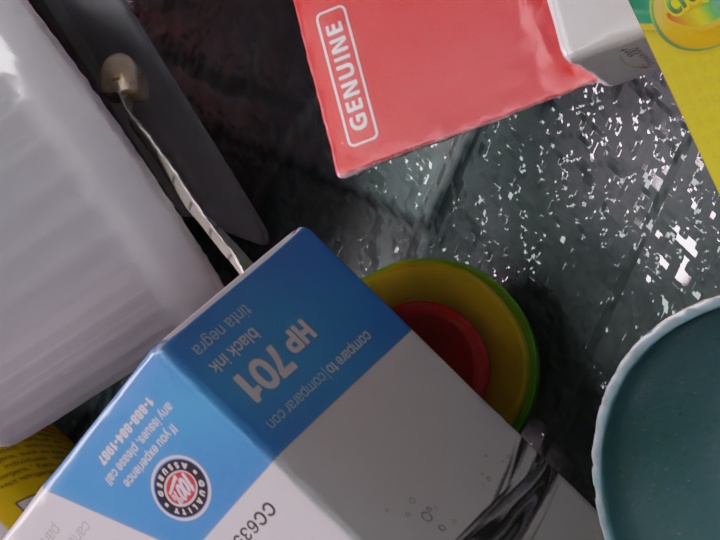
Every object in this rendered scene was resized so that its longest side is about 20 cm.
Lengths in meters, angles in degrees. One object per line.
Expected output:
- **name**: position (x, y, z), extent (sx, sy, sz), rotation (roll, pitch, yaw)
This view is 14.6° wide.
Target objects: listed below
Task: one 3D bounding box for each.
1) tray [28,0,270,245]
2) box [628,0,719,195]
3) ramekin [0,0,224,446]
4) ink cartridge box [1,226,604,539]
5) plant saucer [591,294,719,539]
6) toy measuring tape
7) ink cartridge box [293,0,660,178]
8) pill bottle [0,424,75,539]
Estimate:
- **tray**: position (-0.098, -0.087, 0.942), extent (0.107, 0.022, 0.200), rotation (43, 169, 39)
- **box**: position (0.140, -0.034, 0.680), extent (0.117, 0.048, 0.201), rotation (-14, 104, 50)
- **ramekin**: position (-0.139, -0.036, 0.955), extent (0.201, 0.098, 0.200), rotation (52, 173, 9)
- **ink cartridge box**: position (0.000, 0.112, 0.827), extent (0.200, 0.086, 0.147), rotation (45, 131, 6)
- **plant saucer**: position (0.150, 0.075, 0.687), extent (0.199, 0.036, 0.201), rotation (26, 140, 24)
- **toy measuring tape**: position (0.000, 0.000, 0.875), extent (0.200, 0.073, 0.074), rotation (54, 134, 7)
- **ink cartridge box**: position (0.042, -0.148, 0.791), extent (0.176, 0.045, 0.201), rotation (-19, 76, 18)
- **pill bottle**: position (-0.145, 0.106, 1.048), extent (0.200, 0.112, 0.113), rotation (35, 119, 43)
